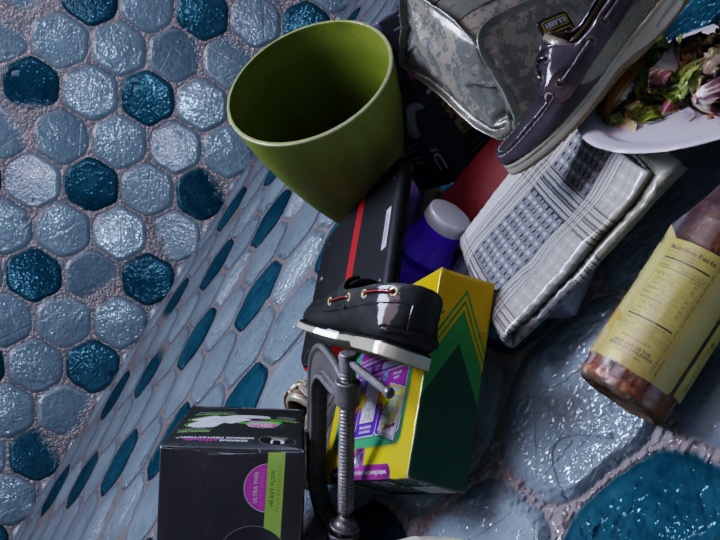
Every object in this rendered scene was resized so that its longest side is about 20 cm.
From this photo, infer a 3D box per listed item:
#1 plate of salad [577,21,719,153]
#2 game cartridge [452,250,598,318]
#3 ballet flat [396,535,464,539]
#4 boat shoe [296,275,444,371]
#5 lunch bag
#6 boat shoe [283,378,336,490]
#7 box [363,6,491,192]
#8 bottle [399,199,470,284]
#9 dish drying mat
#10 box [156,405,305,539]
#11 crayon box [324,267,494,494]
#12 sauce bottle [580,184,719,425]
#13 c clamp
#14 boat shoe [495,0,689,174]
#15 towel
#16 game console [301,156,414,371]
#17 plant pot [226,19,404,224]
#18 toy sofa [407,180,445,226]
[{"bbox_3d":[0.255,-0.151,0.604,0.200,0.048,0.200,-24,26,12],"label":"plate of salad"},{"bbox_3d":[0.155,-0.017,0.754,0.133,0.042,0.200,-58,18,-17],"label":"game cartridge"},{"bbox_3d":[0.016,0.243,0.636,0.200,0.062,0.068,-35,37,50],"label":"ballet flat"},{"bbox_3d":[0.006,0.040,0.676,0.201,0.074,0.063,-2,70,66],"label":"boat shoe"},{"bbox_3d":[0.155,-0.227,0.808,0.164,0.118,0.200,-28,54,-20],"label":"lunch bag"},{"bbox_3d":[-0.054,0.155,0.955,0.072,0.065,0.200,-39,26,44],"label":"boat shoe"},{"bbox_3d":[0.084,-0.209,0.956,0.106,0.200,0.122,-35,11,-21],"label":"box"},{"bbox_3d":[0.045,0.013,0.867,0.200,0.083,0.065,-57,26,33],"label":"bottle"},{"bbox_3d":[0.149,-0.101,0.871,0.200,0.018,0.077,-50,58,20],"label":"dish drying mat"},{"bbox_3d":[-0.115,0.217,0.769,0.200,0.124,0.149,177,95,-87],"label":"box"},{"bbox_3d":[0.038,0.107,0.726,0.200,0.058,0.173,146,139,-64],"label":"crayon box"},{"bbox_3d":[0.219,0.001,0.519,0.200,0.066,0.066,-54,18,-5],"label":"sauce bottle"},{"bbox_3d":[-0.022,0.150,0.690,0.171,0.027,0.200,-137,46,-59],"label":"c clamp"},{"bbox_3d":[0.168,-0.164,0.634,0.200,0.065,0.072,-49,10,27],"label":"boat shoe"},{"bbox_3d":[0.162,-0.055,0.688,0.200,0.035,0.193,-50,19,19],"label":"towel"},{"bbox_3d":[0.000,0.000,0.838,0.177,0.031,0.200,-44,28,45],"label":"game console"},{"bbox_3d":[-0.024,-0.142,0.923,0.187,0.200,0.187,-11,51,14],"label":"plant pot"},{"bbox_3d":[0.035,-0.041,1.000,0.083,0.098,0.200,-41,23,41],"label":"toy sofa"}]
